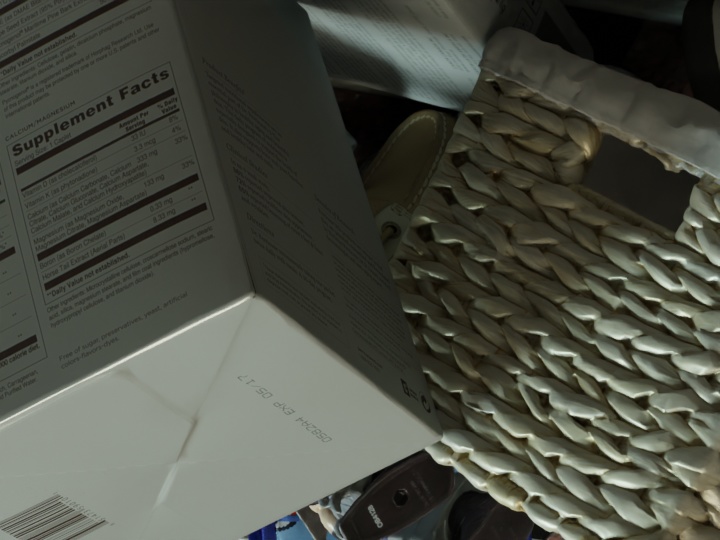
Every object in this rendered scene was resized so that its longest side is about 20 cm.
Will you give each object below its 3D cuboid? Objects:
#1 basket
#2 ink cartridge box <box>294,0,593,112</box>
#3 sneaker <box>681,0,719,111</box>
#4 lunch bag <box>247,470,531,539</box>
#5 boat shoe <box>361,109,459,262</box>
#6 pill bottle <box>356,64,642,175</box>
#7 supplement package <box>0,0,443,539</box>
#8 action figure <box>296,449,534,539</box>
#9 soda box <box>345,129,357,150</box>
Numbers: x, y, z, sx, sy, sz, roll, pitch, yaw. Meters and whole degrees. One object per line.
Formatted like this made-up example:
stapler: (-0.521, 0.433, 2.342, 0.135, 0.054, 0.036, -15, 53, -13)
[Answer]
basket: (0.132, 0.037, 1.081, 0.198, 0.162, 0.200, 30, -179, 44)
ink cartridge box: (-0.022, -0.124, 1.143, 0.199, 0.057, 0.163, 21, 169, 30)
sneaker: (0.217, -0.068, 1.154, 0.107, 0.068, 0.201, -14, 150, 31)
lunch bag: (0.002, 0.093, 1.589, 0.149, 0.095, 0.200, -1, -163, -11)
boat shoe: (-0.008, -0.001, 1.144, 0.064, 0.201, 0.071, 42, 140, -19)
pill bottle: (0.049, -0.010, 1.271, 0.116, 0.117, 0.199, 24, 143, -38)
supplement package: (-0.089, -0.016, 1.033, 0.150, 0.201, 0.152, -27, 149, 15)
action figure: (-0.014, 0.088, 1.218, 0.130, 0.069, 0.200, 49, 164, -24)
soda box: (-0.077, -0.009, 1.237, 0.063, 0.068, 0.200, 47, 141, 9)
